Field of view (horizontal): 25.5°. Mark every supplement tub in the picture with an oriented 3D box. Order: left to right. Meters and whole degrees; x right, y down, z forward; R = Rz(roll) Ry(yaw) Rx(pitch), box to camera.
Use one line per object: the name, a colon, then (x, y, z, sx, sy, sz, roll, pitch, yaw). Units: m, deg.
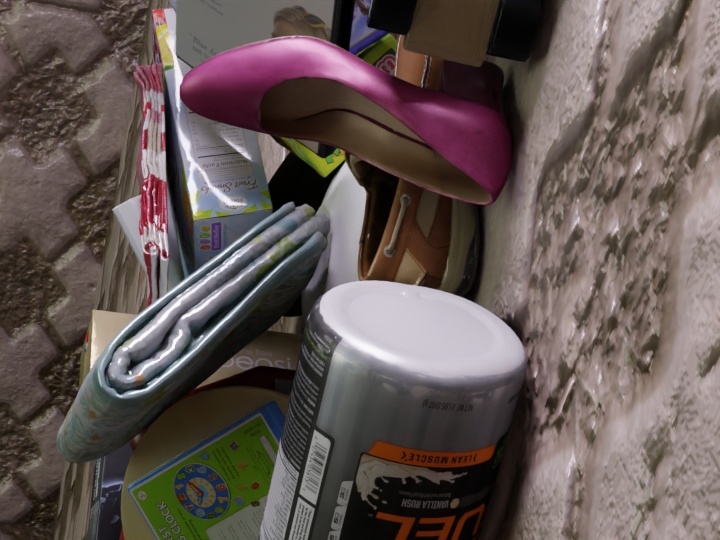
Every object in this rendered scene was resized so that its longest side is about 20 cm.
supplement tub: (0.012, 0.117, 0.885, 0.123, 0.122, 0.200, -113, 33, -64)

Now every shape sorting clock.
shape sorting clock: (-0.074, 0.177, 1.095, 0.039, 0.200, 0.200, -28, -50, -71)

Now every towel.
towel: (-0.158, -0.039, 1.199, 0.144, 0.023, 0.200, 98, 168, -48)
towel: (-0.113, 0.047, 1.076, 0.048, 0.200, 0.171, 48, 152, 6)

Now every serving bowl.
serving bowl: (0.000, 0.000, 1.107, 0.200, 0.066, 0.200, -172, 90, -76)

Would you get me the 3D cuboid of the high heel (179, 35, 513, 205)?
high heel: (-0.011, -0.083, 0.929, 0.067, 0.200, 0.096, 80, -169, -52)

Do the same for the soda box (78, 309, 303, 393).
soda box: (-0.118, 0.086, 1.249, 0.064, 0.200, 0.068, 114, 158, -48)

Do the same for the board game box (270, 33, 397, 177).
board game box: (-0.024, -0.134, 1.198, 0.102, 0.048, 0.200, -42, 17, -2)

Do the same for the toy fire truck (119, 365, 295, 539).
toy fire truck: (-0.091, 0.170, 1.166, 0.112, 0.168, 0.200, -149, 67, -74)

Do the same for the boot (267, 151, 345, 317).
boot: (-0.049, -0.053, 1.330, 0.200, 0.073, 0.076, 109, 171, -47)

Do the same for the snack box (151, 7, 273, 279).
snack box: (-0.122, -0.085, 1.281, 0.169, 0.068, 0.200, 100, 157, -60)

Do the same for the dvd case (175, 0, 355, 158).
dvd case: (-0.064, -0.178, 1.025, 0.018, 0.143, 0.200, -40, -25, -32)

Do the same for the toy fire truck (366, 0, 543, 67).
toy fire truck: (0.052, -0.236, 0.946, 0.200, 0.128, 0.176, -86, 8, -65)

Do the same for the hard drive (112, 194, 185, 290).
hard drive: (-0.134, 0.021, 1.374, 0.200, 0.027, 0.132, 64, -160, -4)

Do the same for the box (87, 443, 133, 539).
box: (-0.156, 0.206, 1.412, 0.086, 0.163, 0.200, 137, 139, -69)

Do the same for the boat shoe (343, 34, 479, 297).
boat shoe: (0.031, -0.073, 0.990, 0.076, 0.074, 0.200, 136, 139, -57)

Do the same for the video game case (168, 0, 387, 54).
video game case: (-0.051, -0.224, 1.083, 0.200, 0.181, 0.045, -28, 6, 37)
